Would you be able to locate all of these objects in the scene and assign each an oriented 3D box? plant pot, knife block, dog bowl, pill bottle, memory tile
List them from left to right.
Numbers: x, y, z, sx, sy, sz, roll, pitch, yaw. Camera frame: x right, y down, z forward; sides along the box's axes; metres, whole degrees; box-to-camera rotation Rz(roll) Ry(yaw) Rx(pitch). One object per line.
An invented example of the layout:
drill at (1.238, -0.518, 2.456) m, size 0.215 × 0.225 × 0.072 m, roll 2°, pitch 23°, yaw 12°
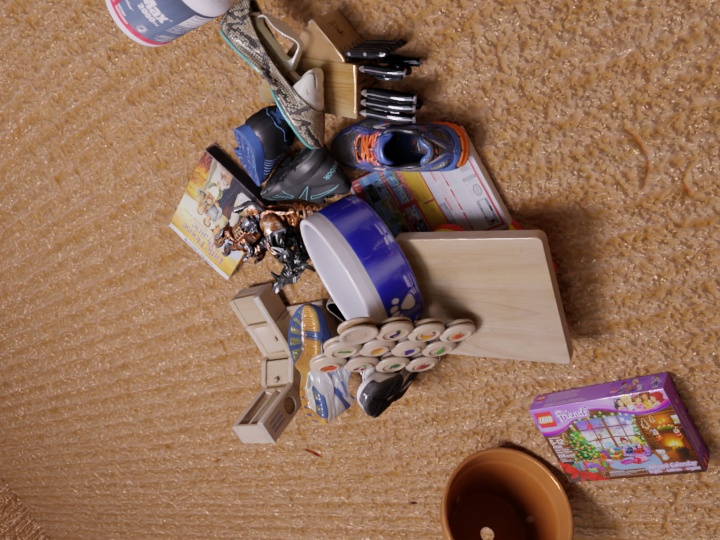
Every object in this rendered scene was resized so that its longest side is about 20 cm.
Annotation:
pill bottle at (-0.228, -0.379, 0.881) m, size 0.199 × 0.120 × 0.120 m, roll -9°, pitch 114°, yaw 37°
knife block at (-0.017, -0.230, 0.874) m, size 0.176 × 0.064 × 0.200 m, roll 51°, pitch 133°, yaw -4°
dog bowl at (0.000, 0.000, 0.939) m, size 0.201 × 0.078 × 0.200 m, roll 55°, pitch 167°, yaw 20°
memory tile at (0.043, 0.102, 0.898) m, size 0.153 × 0.198 × 0.017 m, roll -51°, pitch 44°, yaw 49°
plant pot at (0.213, 0.398, 1.064) m, size 0.199 × 0.200 × 0.140 m, roll 30°, pitch 148°, yaw 13°

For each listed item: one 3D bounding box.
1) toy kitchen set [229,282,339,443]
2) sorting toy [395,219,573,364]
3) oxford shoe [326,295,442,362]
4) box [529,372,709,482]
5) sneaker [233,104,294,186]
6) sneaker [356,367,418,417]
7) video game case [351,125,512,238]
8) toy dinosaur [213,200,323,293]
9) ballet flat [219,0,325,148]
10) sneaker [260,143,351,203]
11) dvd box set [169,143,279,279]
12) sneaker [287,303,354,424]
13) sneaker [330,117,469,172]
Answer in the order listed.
toy kitchen set at (-0.141, 0.148, 1.130) m, size 0.162 × 0.181 × 0.201 m, roll -12°, pitch 116°, yaw 37°
sorting toy at (0.170, 0.020, 0.896) m, size 0.199 × 0.070 × 0.200 m, roll 1°, pitch 129°, yaw 34°
oxford shoe at (0.033, 0.095, 1.050) m, size 0.199 × 0.075 × 0.071 m, roll 33°, pitch 131°, yaw 10°
box at (0.354, 0.223, 0.943) m, size 0.199 × 0.039 × 0.137 m, roll -22°, pitch 105°, yaw 41°
sneaker at (-0.132, -0.176, 0.963) m, size 0.070 × 0.078 × 0.200 m, roll 55°, pitch 169°, yaw -3°
sneaker at (0.009, 0.154, 1.037) m, size 0.115 × 0.200 × 0.076 m, roll 35°, pitch 100°, yaw 16°
video game case at (0.090, -0.093, 0.926) m, size 0.199 × 0.017 × 0.144 m, roll -20°, pitch 107°, yaw 41°
toy dinosaur at (-0.129, -0.050, 1.038) m, size 0.199 × 0.102 × 0.137 m, roll -8°, pitch 117°, yaw 40°
ballet flat at (-0.092, -0.247, 0.832) m, size 0.075 × 0.068 × 0.201 m, roll -35°, pitch 95°, yaw 28°
sneaker at (-0.081, -0.121, 0.963) m, size 0.079 × 0.076 × 0.200 m, roll 36°, pitch 163°, yaw -20°
dvd box set at (-0.233, -0.092, 1.136) m, size 0.146 × 0.029 × 0.200 m, roll 43°, pitch 133°, yaw 2°
sneaker at (-0.059, 0.142, 1.099) m, size 0.075 × 0.088 × 0.202 m, roll 12°, pitch 114°, yaw 46°
sneaker at (0.036, -0.160, 0.862) m, size 0.199 × 0.078 × 0.076 m, roll 5°, pitch 104°, yaw 39°
